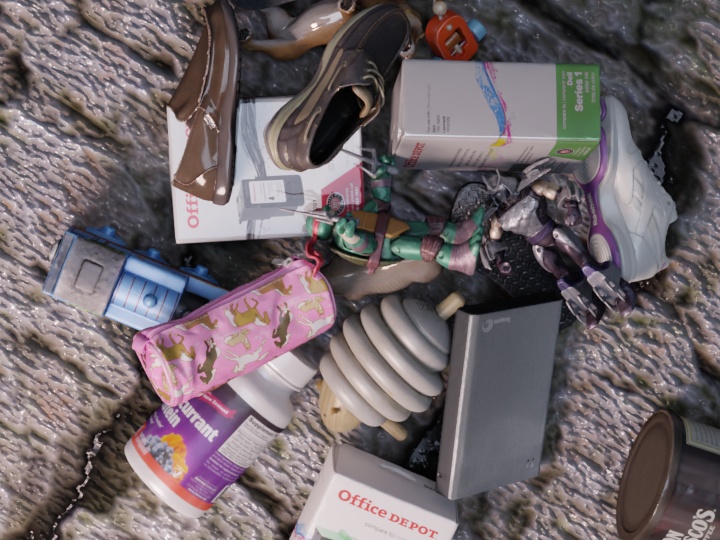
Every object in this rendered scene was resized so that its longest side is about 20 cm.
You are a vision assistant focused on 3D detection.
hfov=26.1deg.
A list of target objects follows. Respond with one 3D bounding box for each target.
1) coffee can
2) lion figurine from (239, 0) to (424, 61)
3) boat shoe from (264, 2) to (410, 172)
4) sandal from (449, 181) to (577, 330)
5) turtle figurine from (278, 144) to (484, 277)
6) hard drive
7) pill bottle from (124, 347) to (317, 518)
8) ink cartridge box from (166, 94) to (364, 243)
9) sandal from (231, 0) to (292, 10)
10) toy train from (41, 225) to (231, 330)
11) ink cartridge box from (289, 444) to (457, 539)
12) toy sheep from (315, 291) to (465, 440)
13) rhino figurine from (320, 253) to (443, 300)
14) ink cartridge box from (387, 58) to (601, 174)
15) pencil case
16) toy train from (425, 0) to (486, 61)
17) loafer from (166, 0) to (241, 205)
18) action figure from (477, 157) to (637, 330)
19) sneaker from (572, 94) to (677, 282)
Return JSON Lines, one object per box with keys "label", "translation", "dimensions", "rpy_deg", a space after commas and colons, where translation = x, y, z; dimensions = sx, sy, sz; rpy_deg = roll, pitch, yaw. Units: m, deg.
{"label": "coffee can", "translation": [0.391, 0.246, 1.648], "dimensions": [0.199, 0.146, 0.147], "rpy_deg": [18, 96, -6]}
{"label": "lion figurine", "translation": [-0.039, -0.251, 1.592], "dimensions": [0.198, 0.123, 0.073], "rpy_deg": [-5, 73, 13]}
{"label": "boat shoe", "translation": [-0.007, -0.171, 1.509], "dimensions": [0.201, 0.073, 0.075], "rpy_deg": [-55, 135, -11]}
{"label": "sandal", "translation": [0.160, -0.014, 1.657], "dimensions": [0.075, 0.045, 0.200], "rpy_deg": [-39, 112, 7]}
{"label": "turtle figurine", "translation": [0.020, -0.048, 1.530], "dimensions": [0.198, 0.150, 0.101], "rpy_deg": [12, 130, 0]}
{"label": "hard drive", "translation": [0.144, 0.129, 1.625], "dimensions": [0.139, 0.033, 0.202], "rpy_deg": [-8, 110, -41]}
{"label": "pill bottle", "translation": [-0.141, 0.149, 1.619], "dimensions": [0.111, 0.111, 0.200], "rpy_deg": [43, 93, -8]}
{"label": "ink cartridge box", "translation": [-0.098, -0.106, 1.602], "dimensions": [0.198, 0.083, 0.146], "rpy_deg": [-4, 98, -4]}
{"label": "sandal", "translation": [-0.037, -0.299, 1.503], "dimensions": [0.198, 0.043, 0.076], "rpy_deg": [-3, 142, 14]}
{"label": "toy train", "translation": [-0.228, 0.019, 1.595], "dimensions": [0.199, 0.114, 0.087], "rpy_deg": [24, 96, -6]}
{"label": "ink cartridge box", "translation": [-0.002, 0.307, 1.642], "dimensions": [0.144, 0.084, 0.201], "rpy_deg": [23, 103, -6]}
{"label": "toy sheep", "translation": [0.034, 0.093, 1.617], "dimensions": [0.138, 0.138, 0.200], "rpy_deg": [44, 98, -8]}
{"label": "rhino figurine", "translation": [0.000, 0.000, 1.620], "dimensions": [0.198, 0.087, 0.060], "rpy_deg": [-14, 95, 7]}
{"label": "ink cartridge box", "translation": [0.131, -0.154, 1.574], "dimensions": [0.198, 0.145, 0.085], "rpy_deg": [1, 81, -4]}
{"label": "pencil case", "translation": [-0.123, 0.058, 1.526], "dimensions": [0.199, 0.083, 0.087], "rpy_deg": [-28, 82, -19]}
{"label": "toy train", "translation": [0.116, -0.305, 1.602], "dimensions": [0.200, 0.056, 0.150], "rpy_deg": [-49, 137, -4]}
{"label": "loafer", "translation": [-0.153, -0.165, 1.512], "dimensions": [0.070, 0.073, 0.202], "rpy_deg": [4, 95, -5]}
{"label": "action figure", "translation": [0.194, -0.029, 1.581], "dimensions": [0.200, 0.070, 0.130], "rpy_deg": [44, 129, -13]}
{"label": "sneaker", "translation": [0.281, -0.086, 1.647], "dimensions": [0.099, 0.075, 0.202], "rpy_deg": [-10, 96, -25]}
